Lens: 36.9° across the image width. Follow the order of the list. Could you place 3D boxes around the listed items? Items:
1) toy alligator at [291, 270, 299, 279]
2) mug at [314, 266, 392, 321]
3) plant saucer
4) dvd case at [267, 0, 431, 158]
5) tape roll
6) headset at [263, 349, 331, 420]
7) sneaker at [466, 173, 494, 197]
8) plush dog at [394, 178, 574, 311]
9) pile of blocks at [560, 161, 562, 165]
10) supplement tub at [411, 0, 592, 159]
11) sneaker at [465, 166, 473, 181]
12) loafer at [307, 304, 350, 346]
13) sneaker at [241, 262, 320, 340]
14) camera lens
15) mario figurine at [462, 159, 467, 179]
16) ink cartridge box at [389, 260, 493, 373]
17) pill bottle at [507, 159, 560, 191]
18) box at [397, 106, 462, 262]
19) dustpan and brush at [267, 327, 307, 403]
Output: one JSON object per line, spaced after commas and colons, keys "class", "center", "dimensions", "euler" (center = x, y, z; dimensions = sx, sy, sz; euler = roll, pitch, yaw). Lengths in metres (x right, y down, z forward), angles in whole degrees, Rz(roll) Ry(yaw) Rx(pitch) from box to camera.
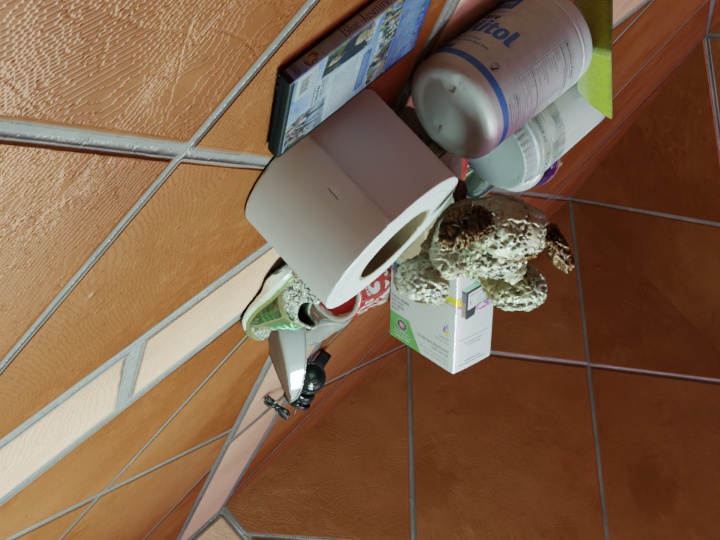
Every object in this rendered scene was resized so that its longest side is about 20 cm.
{"class": "toy alligator", "center": [-0.024, -0.067, 1.437], "dimensions": [0.199, 0.059, 0.055], "euler": [-40, 130, -26]}
{"class": "mug", "center": [0.009, 0.007, 1.662], "dimensions": [0.199, 0.134, 0.178], "euler": [-29, 161, -47]}
{"class": "plant saucer", "center": [0.302, -0.325, 1.396], "dimensions": [0.200, 0.047, 0.203], "euler": [48, 44, -70]}
{"class": "dvd case", "center": [-0.007, -0.200, 1.030], "dimensions": [0.200, 0.018, 0.143], "euler": [-42, 171, -21]}
{"class": "tape roll", "center": [-0.009, -0.077, 1.185], "dimensions": [0.202, 0.139, 0.203], "euler": [-43, 171, -8]}
{"class": "headset", "center": [-0.132, 0.244, 2.323], "dimensions": [0.124, 0.093, 0.201], "euler": [-58, 179, 41]}
{"class": "sneaker", "center": [0.229, -0.208, 1.835], "dimensions": [0.200, 0.076, 0.114], "euler": [-51, 167, 18]}
{"class": "plush dog", "center": [0.154, -0.040, 1.265], "dimensions": [0.197, 0.163, 0.171], "euler": [6, 171, -22]}
{"class": "pile of blocks", "center": [0.390, -0.236, 2.364], "dimensions": [0.062, 0.082, 0.200], "euler": [-43, 171, -3]}
{"class": "supplement tub", "center": [0.167, -0.234, 1.279], "dimensions": [0.200, 0.132, 0.132], "euler": [-40, 170, -29]}
{"class": "sneaker", "center": [0.195, -0.207, 1.677], "dimensions": [0.200, 0.078, 0.085], "euler": [-43, 170, -5]}
{"class": "loafer", "center": [-0.083, 0.090, 1.825], "dimensions": [0.070, 0.070, 0.199], "euler": [-44, 165, 32]}
{"class": "sneaker", "center": [-0.104, 0.060, 1.520], "dimensions": [0.077, 0.089, 0.200], "euler": [-37, 169, -36]}
{"class": "camera lens", "center": [0.242, -0.231, 1.521], "dimensions": [0.199, 0.160, 0.160], "euler": [-40, 170, -23]}
{"class": "mario figurine", "center": [0.087, -0.158, 1.501], "dimensions": [0.104, 0.126, 0.200], "euler": [-4, 175, -3]}
{"class": "ink cartridge box", "center": [0.117, 0.021, 1.561], "dimensions": [0.083, 0.144, 0.203], "euler": [-21, 125, -34]}
{"class": "pill bottle", "center": [0.305, -0.208, 2.033], "dimensions": [0.113, 0.113, 0.200], "euler": [-47, 171, 21]}
{"class": "box", "center": [0.073, -0.098, 1.383], "dimensions": [0.078, 0.094, 0.201], "euler": [-42, 148, -26]}
{"class": "dustpan and brush", "center": [-0.102, 0.079, 1.626], "dimensions": [0.056, 0.140, 0.202], "euler": [-11, 127, -15]}
